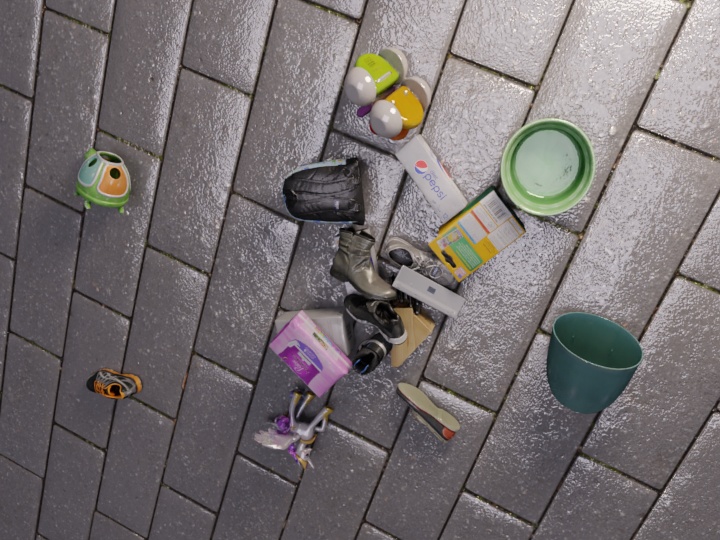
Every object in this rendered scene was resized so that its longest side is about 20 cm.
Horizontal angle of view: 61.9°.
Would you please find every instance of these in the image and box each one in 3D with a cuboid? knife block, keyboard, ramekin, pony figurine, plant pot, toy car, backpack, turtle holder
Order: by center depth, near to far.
[{"bbox_3d":[0.406,-0.229,1.310,0.194,0.098,0.207,5,107,16],"label":"ramekin"},{"bbox_3d":[0.049,-0.386,1.361,0.201,0.175,0.150,49,149,-2],"label":"toy car"},{"bbox_3d":[0.513,0.221,1.364,0.195,0.201,0.165,15,122,12],"label":"plant pot"},{"bbox_3d":[0.169,0.054,1.463,0.196,0.011,0.057,27,92,-22],"label":"keyboard"},{"bbox_3d":[-0.094,-0.190,1.465,0.193,0.154,0.168,-9,110,-3],"label":"backpack"},{"bbox_3d":[0.096,0.117,1.527,0.175,0.064,0.201,42,113,3],"label":"knife block"},{"bbox_3d":[-0.695,-0.254,1.638,0.137,0.187,0.135,14,114,-22],"label":"turtle holder"},{"bbox_3d":[-0.184,0.440,1.676,0.189,0.167,0.205,23,96,1],"label":"pony figurine"}]

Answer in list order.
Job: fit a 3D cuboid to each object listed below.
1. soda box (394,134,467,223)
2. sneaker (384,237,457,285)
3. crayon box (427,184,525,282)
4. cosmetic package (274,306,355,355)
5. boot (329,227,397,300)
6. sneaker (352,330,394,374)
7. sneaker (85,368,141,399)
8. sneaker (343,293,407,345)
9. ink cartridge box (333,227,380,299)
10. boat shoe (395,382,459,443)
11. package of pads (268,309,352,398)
[{"bbox_3d":[0.168,-0.216,1.407,0.068,0.063,0.202,-35,93,22],"label":"soda box"},{"bbox_3d":[0.143,-0.011,1.464,0.195,0.082,0.077,22,111,10],"label":"sneaker"},{"bbox_3d":[0.271,-0.085,1.411,0.199,0.052,0.126,-39,102,22],"label":"crayon box"},{"bbox_3d":[-0.120,0.167,1.600,0.194,0.081,0.117,-3,105,19],"label":"cosmetic package"},{"bbox_3d":[0.014,-0.019,1.462,0.196,0.067,0.134,26,112,23],"label":"boot"},{"bbox_3d":[0.007,0.229,1.525,0.073,0.111,0.201,44,141,8],"label":"sneaker"},{"bbox_3d":[-0.780,0.358,1.862,0.194,0.077,0.081,-2,107,19],"label":"sneaker"},{"bbox_3d":[0.034,0.097,1.467,0.198,0.066,0.092,33,147,33],"label":"sneaker"},{"bbox_3d":[0.000,0.000,1.538,0.092,0.037,0.206,-10,100,19],"label":"ink cartridge box"},{"bbox_3d":[0.168,0.375,1.579,0.198,0.071,0.063,37,116,-1],"label":"boat shoe"},{"bbox_3d":[-0.127,0.216,1.532,0.200,0.076,0.120,45,114,-3],"label":"package of pads"}]
